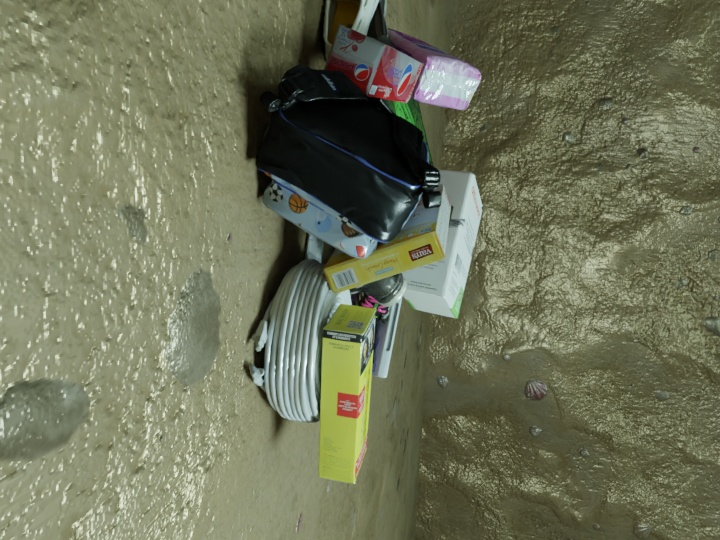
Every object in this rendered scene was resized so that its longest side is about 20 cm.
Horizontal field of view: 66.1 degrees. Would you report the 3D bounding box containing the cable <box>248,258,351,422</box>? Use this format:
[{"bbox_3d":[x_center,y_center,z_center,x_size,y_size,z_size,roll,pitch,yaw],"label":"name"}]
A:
[{"bbox_3d":[-0.061,0.087,0.701,0.202,0.068,0.203,79,22,-51],"label":"cable"}]

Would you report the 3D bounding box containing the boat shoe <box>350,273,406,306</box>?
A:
[{"bbox_3d":[0.000,0.000,0.809,0.057,0.199,0.067,44,79,-24],"label":"boat shoe"}]

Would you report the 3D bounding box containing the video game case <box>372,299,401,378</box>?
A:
[{"bbox_3d":[0.038,0.114,1.092,0.200,0.022,0.186,142,-39,-77],"label":"video game case"}]

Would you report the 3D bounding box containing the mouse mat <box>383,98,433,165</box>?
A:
[{"bbox_3d":[0.089,-0.198,0.926,0.161,0.007,0.204,-39,115,-58],"label":"mouse mat"}]

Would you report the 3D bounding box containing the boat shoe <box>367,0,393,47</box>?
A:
[{"bbox_3d":[0.014,-0.377,0.879,0.057,0.066,0.204,26,55,-57],"label":"boat shoe"}]

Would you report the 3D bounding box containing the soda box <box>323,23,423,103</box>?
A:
[{"bbox_3d":[0.022,-0.272,0.747,0.064,0.069,0.200,-67,167,20],"label":"soda box"}]

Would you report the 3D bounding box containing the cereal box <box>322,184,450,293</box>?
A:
[{"bbox_3d":[0.042,-0.046,0.710,0.201,0.142,0.040,-67,135,-64],"label":"cereal box"}]

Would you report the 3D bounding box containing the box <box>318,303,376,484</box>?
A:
[{"bbox_3d":[-0.017,0.149,0.668,0.075,0.049,0.204,-53,149,-67],"label":"box"}]

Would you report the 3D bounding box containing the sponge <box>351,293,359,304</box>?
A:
[{"bbox_3d":[-0.007,0.112,1.065,0.112,0.029,0.203,71,26,-61],"label":"sponge"}]

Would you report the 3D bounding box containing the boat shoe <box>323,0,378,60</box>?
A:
[{"bbox_3d":[-0.015,-0.382,0.762,0.070,0.070,0.204,51,52,-76],"label":"boat shoe"}]

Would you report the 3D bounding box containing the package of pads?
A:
[{"bbox_3d":[0.096,-0.339,0.924,0.200,0.119,0.077,51,-52,45],"label":"package of pads"}]

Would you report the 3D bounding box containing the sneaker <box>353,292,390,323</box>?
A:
[{"bbox_3d":[0.030,0.048,0.945,0.200,0.072,0.089,127,-20,-78],"label":"sneaker"}]

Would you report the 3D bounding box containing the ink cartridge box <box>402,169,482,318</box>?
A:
[{"bbox_3d":[0.133,-0.041,0.901,0.146,0.082,0.204,45,58,-65],"label":"ink cartridge box"}]

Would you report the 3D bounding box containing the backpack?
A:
[{"bbox_3d":[-0.009,-0.121,0.618,0.155,0.198,0.191,-54,-176,35],"label":"backpack"}]

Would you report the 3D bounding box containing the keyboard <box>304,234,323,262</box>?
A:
[{"bbox_3d":[-0.062,-0.054,0.791,0.056,0.010,0.204,48,48,-73],"label":"keyboard"}]
